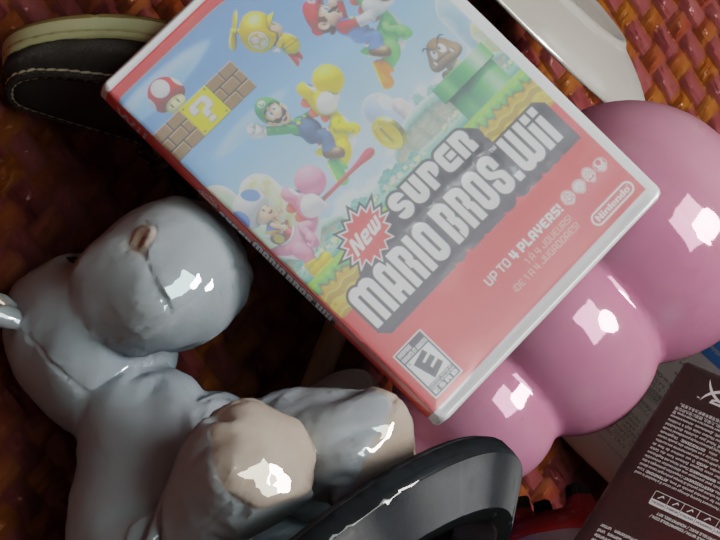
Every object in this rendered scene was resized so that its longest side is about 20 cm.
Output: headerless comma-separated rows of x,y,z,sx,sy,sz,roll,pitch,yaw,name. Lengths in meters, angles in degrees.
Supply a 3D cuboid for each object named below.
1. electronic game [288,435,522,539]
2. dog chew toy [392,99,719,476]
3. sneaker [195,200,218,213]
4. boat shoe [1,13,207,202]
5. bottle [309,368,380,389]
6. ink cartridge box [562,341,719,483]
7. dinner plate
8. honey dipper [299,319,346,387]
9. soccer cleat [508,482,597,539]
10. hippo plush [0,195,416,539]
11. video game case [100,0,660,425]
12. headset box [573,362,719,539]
-0.011,0.142,1.063,0.200,0.200,0.042,-24,63,-40,electronic game
0.093,0.017,1.143,0.200,0.125,0.125,-45,115,-13,dog chew toy
-0.024,-0.105,1.203,0.080,0.076,0.200,31,70,-45,sneaker
-0.062,-0.063,1.099,0.200,0.073,0.065,9,68,3,boat shoe
0.032,0.134,1.196,0.200,0.065,0.084,57,33,-29,bottle
0.179,0.049,1.308,0.068,0.200,0.116,45,49,17,ink cartridge box
0.076,-0.150,1.227,0.024,0.200,0.200,-44,121,11,dinner plate
0.000,0.000,1.188,0.038,0.038,0.200,17,96,-38,honey dipper
0.128,0.156,1.236,0.200,0.069,0.085,22,58,-60,soccer cleat
-0.078,0.060,1.094,0.159,0.200,0.161,2,57,-54,hippo plush
0.010,-0.054,1.069,0.200,0.017,0.143,44,74,2,video game case
0.143,0.167,1.132,0.200,0.075,0.149,-55,143,-17,headset box
